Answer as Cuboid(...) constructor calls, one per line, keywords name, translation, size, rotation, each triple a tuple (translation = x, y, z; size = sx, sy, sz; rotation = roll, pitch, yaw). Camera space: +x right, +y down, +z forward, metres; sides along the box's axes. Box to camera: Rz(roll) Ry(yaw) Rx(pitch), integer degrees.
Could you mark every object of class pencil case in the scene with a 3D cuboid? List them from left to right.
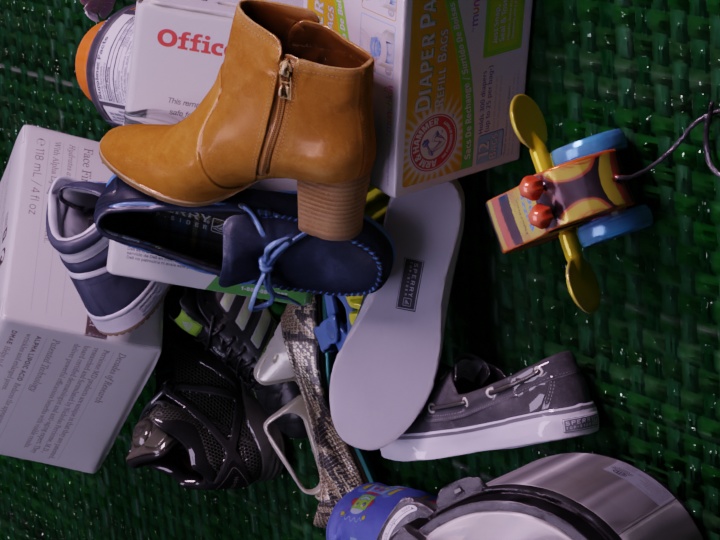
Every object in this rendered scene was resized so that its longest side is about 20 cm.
Cuboid(name="pencil case", translation=(0.062, 0.200, 1.503), size=(0.200, 0.078, 0.087), rotation=(5, 134, 53))

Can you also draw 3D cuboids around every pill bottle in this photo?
Cuboid(name="pill bottle", translation=(-0.136, -0.147, 1.606), size=(0.200, 0.106, 0.106), rotation=(16, 117, 51))

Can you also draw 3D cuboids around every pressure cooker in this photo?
Cuboid(name="pressure cooker", translation=(0.108, 0.205, 1.291), size=(0.176, 0.200, 0.179), rotation=(-8, 92, 26))

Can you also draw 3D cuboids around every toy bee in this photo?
Cuboid(name="toy bee", translation=(0.123, -0.052, 1.278), size=(0.131, 0.109, 0.200), rotation=(60, 144, 21))

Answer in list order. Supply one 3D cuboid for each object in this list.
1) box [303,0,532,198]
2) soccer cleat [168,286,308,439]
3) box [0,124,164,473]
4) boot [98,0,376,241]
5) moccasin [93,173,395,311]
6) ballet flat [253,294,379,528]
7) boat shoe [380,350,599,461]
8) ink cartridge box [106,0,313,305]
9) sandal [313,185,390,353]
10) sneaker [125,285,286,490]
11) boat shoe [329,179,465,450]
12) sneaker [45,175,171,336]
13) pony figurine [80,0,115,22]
Cuboid(name="box", translation=(0.035, -0.162, 1.349), size=(0.101, 0.112, 0.200), rotation=(32, 130, 43))
Cuboid(name="soccer cleat", translation=(-0.098, 0.047, 1.659), size=(0.200, 0.081, 0.068), rotation=(63, 145, 15))
Cuboid(name="box", translation=(-0.244, 0.026, 1.745), size=(0.200, 0.131, 0.199), rotation=(122, 154, -48))
Cuboid(name="boot", translation=(-0.078, -0.107, 1.341), size=(0.201, 0.071, 0.144), rotation=(17, 129, 22))
Cuboid(name="moccasin", translation=(-0.079, -0.013, 1.400), size=(0.200, 0.068, 0.081), rotation=(10, 119, 12))
Cuboid(name="ballet flat", translation=(-0.039, 0.100, 1.596), size=(0.068, 0.075, 0.200), rotation=(-77, -27, -83))
Cuboid(name="boat shoe", translation=(0.079, 0.088, 1.439), size=(0.200, 0.070, 0.066), rotation=(-14, 87, 55))
Cuboid(name="ink cartridge box", translation=(-0.087, -0.091, 1.465), size=(0.083, 0.146, 0.200), rotation=(-79, -1, -67))
Cuboid(name="sandal", translation=(0.000, 0.000, 1.507), size=(0.087, 0.079, 0.200), rotation=(29, 125, 50))
Cuboid(name="sneaker", translation=(-0.148, 0.090, 1.724), size=(0.076, 0.114, 0.200), rotation=(-48, 61, 51))
Cuboid(name="boat shoe", translation=(0.032, 0.024, 1.445), size=(0.069, 0.057, 0.200), rotation=(18, 102, 7))
Cuboid(name="sneaker", translation=(-0.166, -0.059, 1.602), size=(0.070, 0.200, 0.109), rotation=(-2, 136, 32))
Cuboid(name="pony figurine", translation=(-0.191, -0.287, 1.610), size=(0.200, 0.166, 0.193), rotation=(32, 97, 49))
